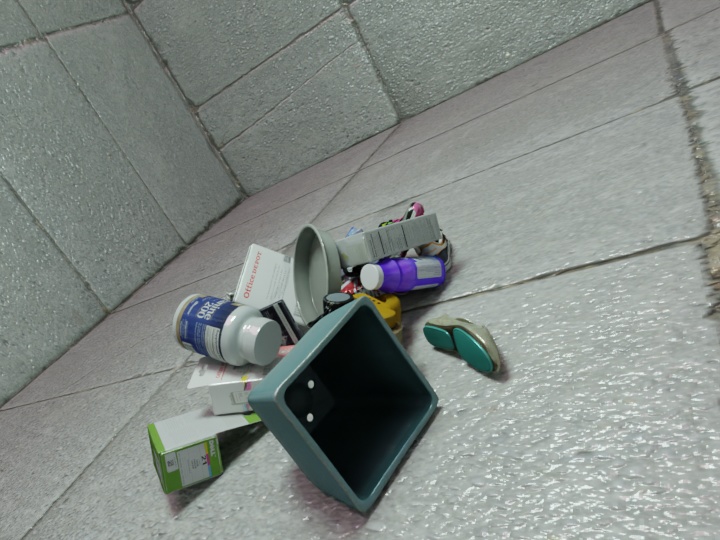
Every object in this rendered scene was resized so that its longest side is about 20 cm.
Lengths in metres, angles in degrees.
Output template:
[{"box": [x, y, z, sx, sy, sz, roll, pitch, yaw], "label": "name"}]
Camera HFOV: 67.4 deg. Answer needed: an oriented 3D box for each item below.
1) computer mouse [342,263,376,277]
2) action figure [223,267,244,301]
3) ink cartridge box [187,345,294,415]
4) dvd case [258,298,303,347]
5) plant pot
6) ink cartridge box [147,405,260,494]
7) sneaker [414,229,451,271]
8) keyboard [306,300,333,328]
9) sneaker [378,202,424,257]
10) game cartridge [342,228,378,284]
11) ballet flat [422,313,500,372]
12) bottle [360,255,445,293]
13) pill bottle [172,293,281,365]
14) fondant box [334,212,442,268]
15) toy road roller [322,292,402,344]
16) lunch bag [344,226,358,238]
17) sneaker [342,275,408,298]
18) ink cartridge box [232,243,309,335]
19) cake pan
[{"box": [0.000, 0.000, 1.129, 0.057, 0.035, 0.200, -13, 6, -9], "label": "computer mouse"}, {"box": [-0.256, 0.070, 1.238, 0.100, 0.119, 0.204, -13, 61, 15], "label": "action figure"}, {"box": [-0.218, 0.209, 1.035, 0.195, 0.069, 0.117, -6, 21, 0], "label": "ink cartridge box"}, {"box": [-0.205, 0.160, 1.113, 0.197, 0.151, 0.016, -24, 14, 20], "label": "dvd case"}, {"box": [-0.049, 0.186, 0.777, 0.196, 0.197, 0.198, -45, 16, -35], "label": "plant pot"}, {"box": [-0.274, 0.309, 0.988, 0.196, 0.078, 0.147, -11, 9, -28], "label": "ink cartridge box"}, {"box": [0.159, -0.063, 1.213, 0.077, 0.080, 0.201, -28, 18, 9], "label": "sneaker"}, {"box": [-0.057, 0.130, 0.929, 0.020, 0.130, 0.200, -12, -16, -32], "label": "keyboard"}, {"box": [0.081, -0.090, 1.236, 0.074, 0.087, 0.201, -47, -12, -35], "label": "sneaker"}, {"box": [-0.050, 0.008, 1.276, 0.198, 0.131, 0.038, -31, -4, 1], "label": "game cartridge"}, {"box": [0.165, 0.100, 0.839, 0.061, 0.069, 0.199, -26, 18, -18], "label": "ballet flat"}, {"box": [0.082, 0.007, 1.045, 0.082, 0.067, 0.198, 0, 3, 44], "label": "bottle"}, {"box": [-0.251, 0.115, 1.026, 0.196, 0.113, 0.111, 10, 39, 28], "label": "pill bottle"}, {"box": [0.044, -0.057, 1.078, 0.197, 0.060, 0.143, -17, 2, -37], "label": "fondant box"}, {"box": [0.029, 0.105, 0.938, 0.144, 0.126, 0.199, -13, 20, -31], "label": "toy road roller"}, {"box": [-0.047, 0.002, 1.378, 0.200, 0.094, 0.151, -44, 19, 2], "label": "lunch bag"}, {"box": [0.030, 0.041, 1.164, 0.199, 0.072, 0.112, -37, 17, -19], "label": "sneaker"}, {"box": [-0.169, 0.050, 1.170, 0.083, 0.196, 0.149, 131, 154, -55], "label": "ink cartridge box"}, {"box": [-0.086, 0.012, 1.055, 0.036, 0.206, 0.199, -2, 8, -24], "label": "cake pan"}]
